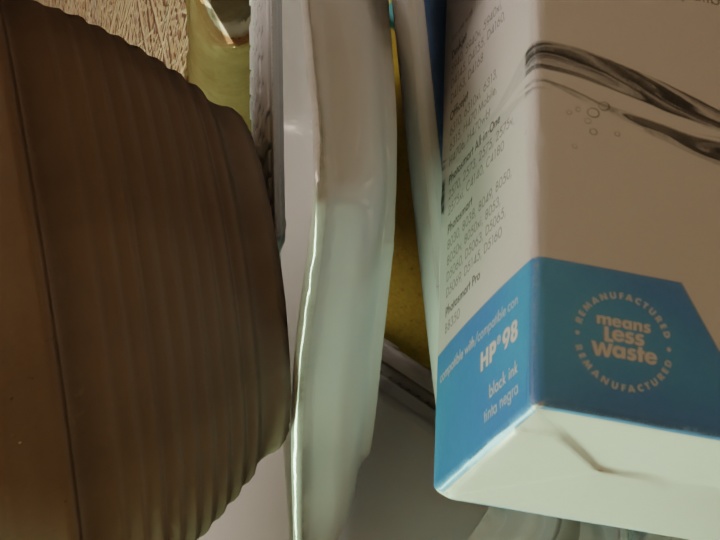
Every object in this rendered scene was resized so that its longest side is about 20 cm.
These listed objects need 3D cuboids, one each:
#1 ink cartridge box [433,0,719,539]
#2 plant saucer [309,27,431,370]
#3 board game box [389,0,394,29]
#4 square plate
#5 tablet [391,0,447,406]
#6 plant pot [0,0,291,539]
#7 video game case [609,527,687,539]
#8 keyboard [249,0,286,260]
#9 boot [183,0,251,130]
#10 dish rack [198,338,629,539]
[{"bbox_3d":[0.086,-0.033,0.604,0.067,0.116,0.200,127,150,-58],"label":"ink cartridge box"},{"bbox_3d":[0.000,0.000,0.896,0.200,0.048,0.200,-122,25,-68],"label":"plant saucer"},{"bbox_3d":[0.052,-0.167,0.891,0.151,0.047,0.200,-64,24,22],"label":"board game box"},{"bbox_3d":[-0.010,-0.037,0.687,0.200,0.028,0.198,95,174,-52],"label":"square plate"},{"bbox_3d":[0.026,-0.050,0.679,0.130,0.014,0.200,-68,-28,-68],"label":"tablet"},{"bbox_3d":[-0.074,0.010,0.642,0.201,0.093,0.201,173,90,-80],"label":"plant pot"},{"bbox_3d":[0.083,0.025,0.764,0.200,0.018,0.143,-111,34,-62],"label":"video game case"},{"bbox_3d":[-0.029,-0.093,0.691,0.056,0.011,0.200,100,169,-70],"label":"keyboard"},{"bbox_3d":[-0.063,-0.077,1.016,0.200,0.066,0.175,110,166,-73],"label":"boot"},{"bbox_3d":[-0.022,0.102,0.741,0.172,0.044,0.200,-52,41,-5],"label":"dish rack"}]
